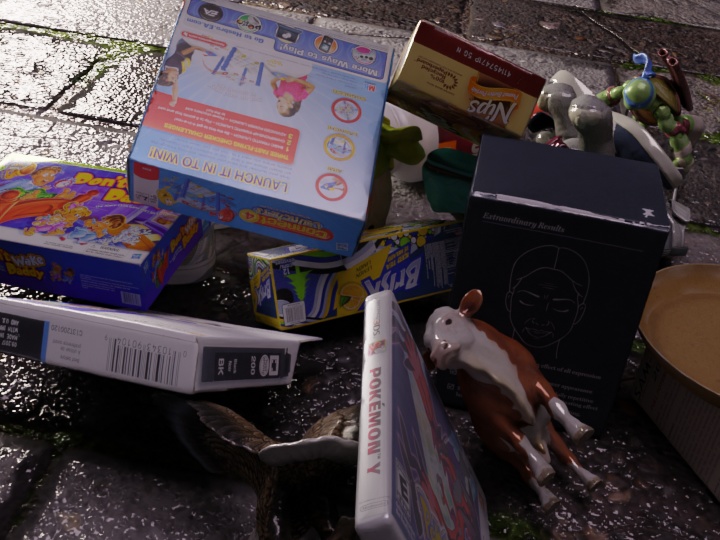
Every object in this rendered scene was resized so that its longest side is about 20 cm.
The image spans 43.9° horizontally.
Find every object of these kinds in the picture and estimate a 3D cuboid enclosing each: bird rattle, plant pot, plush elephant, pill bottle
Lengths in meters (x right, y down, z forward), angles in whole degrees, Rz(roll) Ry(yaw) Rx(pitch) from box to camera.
[{"bbox_3d":[-0.035,-0.094,0.877,0.195,0.167,0.112,-9,17,-21],"label":"bird rattle"},{"bbox_3d":[0.312,0.060,0.710,0.195,0.028,0.202,4,33,-3],"label":"plant pot"},{"bbox_3d":[0.177,-0.076,0.913,0.151,0.204,0.165,-18,23,3],"label":"plush elephant"},{"bbox_3d":[0.090,-0.167,1.050,0.196,0.115,0.113,-15,40,-27],"label":"pill bottle"}]

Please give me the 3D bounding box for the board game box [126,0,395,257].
[{"bbox_3d":[-0.079,-0.130,0.771,0.195,0.056,0.199,14,57,-6],"label":"board game box"}]

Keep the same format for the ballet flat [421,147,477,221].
[{"bbox_3d":[0.143,-0.060,0.823,0.197,0.072,0.067,19,39,36],"label":"ballet flat"}]

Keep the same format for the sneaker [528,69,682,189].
[{"bbox_3d":[0.260,-0.133,0.977,0.075,0.085,0.201,32,14,-50],"label":"sneaker"}]

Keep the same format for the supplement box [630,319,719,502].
[{"bbox_3d":[0.326,0.127,0.706,0.123,0.075,0.201,-7,37,-20],"label":"supplement box"}]

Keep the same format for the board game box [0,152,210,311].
[{"bbox_3d":[-0.244,-0.038,0.761,0.195,0.046,0.135,9,35,11],"label":"board game box"}]

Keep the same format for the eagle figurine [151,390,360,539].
[{"bbox_3d":[-0.050,0.132,0.580,0.149,0.153,0.201,-34,34,5],"label":"eagle figurine"}]

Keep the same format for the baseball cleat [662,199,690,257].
[{"bbox_3d":[0.306,-0.079,1.016,0.104,0.071,0.203,5,43,-17],"label":"baseball cleat"}]

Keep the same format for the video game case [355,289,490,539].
[{"bbox_3d":[0.045,0.143,0.536,0.023,0.203,0.184,-18,32,14],"label":"video game case"}]

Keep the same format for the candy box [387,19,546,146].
[{"bbox_3d":[0.085,-0.162,0.804,0.113,0.056,0.200,25,5,-4],"label":"candy box"}]

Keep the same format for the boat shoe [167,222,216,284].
[{"bbox_3d":[-0.234,-0.027,0.835,0.196,0.066,0.075,2,34,-6],"label":"boat shoe"}]

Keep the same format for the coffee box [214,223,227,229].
[{"bbox_3d":[-0.104,-0.116,0.971,0.196,0.081,0.115,-11,39,-24],"label":"coffee box"}]

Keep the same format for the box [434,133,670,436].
[{"bbox_3d":[0.148,0.012,0.726,0.145,0.204,0.108,11,34,6],"label":"box"}]

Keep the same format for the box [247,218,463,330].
[{"bbox_3d":[0.000,0.000,0.819,0.196,0.066,0.070,-11,9,-25],"label":"box"}]

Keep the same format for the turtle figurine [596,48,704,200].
[{"bbox_3d":[0.352,-0.168,1.134,0.141,0.206,0.192,2,6,35],"label":"turtle figurine"}]

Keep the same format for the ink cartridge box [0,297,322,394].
[{"bbox_3d":[-0.154,0.055,0.682,0.194,0.045,0.199,7,-1,23],"label":"ink cartridge box"}]

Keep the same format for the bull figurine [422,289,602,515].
[{"bbox_3d":[0.107,0.097,0.628,0.065,0.200,0.122,-38,57,0],"label":"bull figurine"}]
